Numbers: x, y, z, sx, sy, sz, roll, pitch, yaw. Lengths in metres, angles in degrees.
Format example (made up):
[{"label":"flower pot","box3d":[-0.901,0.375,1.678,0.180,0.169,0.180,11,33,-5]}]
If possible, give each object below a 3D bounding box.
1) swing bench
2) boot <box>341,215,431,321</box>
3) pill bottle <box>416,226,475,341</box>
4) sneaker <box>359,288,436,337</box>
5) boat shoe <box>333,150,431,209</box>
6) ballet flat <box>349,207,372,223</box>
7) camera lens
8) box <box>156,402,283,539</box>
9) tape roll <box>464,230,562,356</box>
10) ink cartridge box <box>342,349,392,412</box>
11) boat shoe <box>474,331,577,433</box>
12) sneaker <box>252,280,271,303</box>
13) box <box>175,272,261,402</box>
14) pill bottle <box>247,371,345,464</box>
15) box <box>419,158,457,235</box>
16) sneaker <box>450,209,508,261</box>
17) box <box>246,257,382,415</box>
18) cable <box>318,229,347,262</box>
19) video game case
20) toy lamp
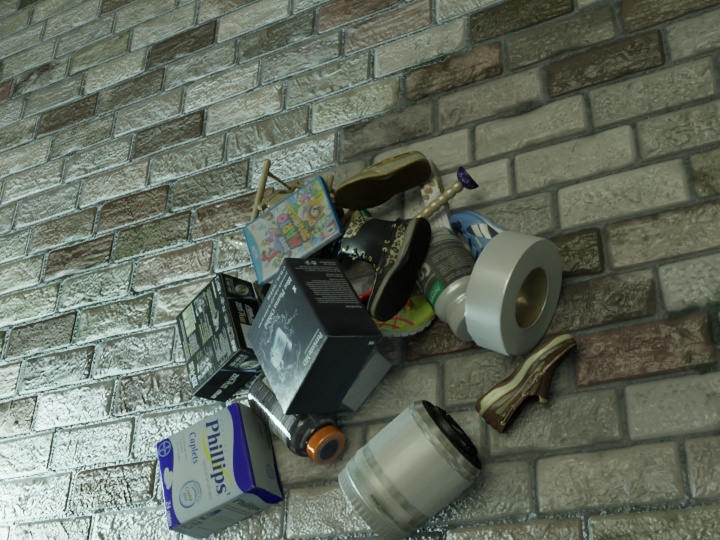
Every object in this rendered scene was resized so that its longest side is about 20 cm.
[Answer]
[{"label":"swing bench","box3d":[-0.137,-0.103,1.889,0.199,0.130,0.200,19,81,37]},{"label":"boot","box3d":[0.027,-0.010,1.635,0.154,0.073,0.204,10,68,40]},{"label":"pill bottle","box3d":[0.167,0.024,1.636,0.113,0.113,0.200,-38,50,8]},{"label":"sneaker","box3d":[0.048,0.070,1.662,0.200,0.090,0.078,-11,37,-9]},{"label":"boat shoe","box3d":[0.043,-0.180,1.804,0.200,0.074,0.066,-17,34,8]},{"label":"ballet flat","box3d":[0.018,-0.063,1.807,0.071,0.071,0.200,-40,53,6]},{"label":"camera lens","box3d":[0.084,0.324,1.489,0.200,0.160,0.160,-42,51,5]},{"label":"box","box3d":[-0.267,0.376,1.713,0.200,0.105,0.184,-29,53,14]},{"label":"tape roll","box3d":[0.256,0.038,1.517,0.071,0.202,0.203,18,75,36]},{"label":"ink cartridge box","box3d":[-0.051,0.160,1.724,0.200,0.068,0.116,36,86,40]},{"label":"boat shoe","box3d":[0.288,0.190,1.505,0.202,0.075,0.075,-44,64,11]},{"label":"sneaker","box3d":[-0.140,0.056,1.839,0.114,0.076,0.199,-33,30,-17]},{"label":"box","box3d":[-0.278,0.135,1.839,0.164,0.086,0.200,-43,48,26]},{"label":"pill bottle","box3d":[-0.113,0.270,1.677,0.106,0.106,0.200,-50,51,-2]},{"label":"box","box3d":[0.149,-0.130,1.781,0.039,0.041,0.200,-25,53,18]},{"label":"sneaker","box3d":[0.228,-0.047,1.665,0.200,0.074,0.082,36,88,41]},{"label":"box","box3d":[-0.087,0.114,1.601,0.200,0.117,0.197,57,131,38]},{"label":"cable","box3d":[0.000,0.000,1.758,0.200,0.051,0.164,-4,87,45]},{"label":"video game case","box3d":[-0.136,-0.078,1.784,0.200,0.018,0.143,-32,56,18]},{"label":"toy lamp","box3d":[0.129,-0.114,1.721,0.200,0.058,0.058,-42,50,7]}]
